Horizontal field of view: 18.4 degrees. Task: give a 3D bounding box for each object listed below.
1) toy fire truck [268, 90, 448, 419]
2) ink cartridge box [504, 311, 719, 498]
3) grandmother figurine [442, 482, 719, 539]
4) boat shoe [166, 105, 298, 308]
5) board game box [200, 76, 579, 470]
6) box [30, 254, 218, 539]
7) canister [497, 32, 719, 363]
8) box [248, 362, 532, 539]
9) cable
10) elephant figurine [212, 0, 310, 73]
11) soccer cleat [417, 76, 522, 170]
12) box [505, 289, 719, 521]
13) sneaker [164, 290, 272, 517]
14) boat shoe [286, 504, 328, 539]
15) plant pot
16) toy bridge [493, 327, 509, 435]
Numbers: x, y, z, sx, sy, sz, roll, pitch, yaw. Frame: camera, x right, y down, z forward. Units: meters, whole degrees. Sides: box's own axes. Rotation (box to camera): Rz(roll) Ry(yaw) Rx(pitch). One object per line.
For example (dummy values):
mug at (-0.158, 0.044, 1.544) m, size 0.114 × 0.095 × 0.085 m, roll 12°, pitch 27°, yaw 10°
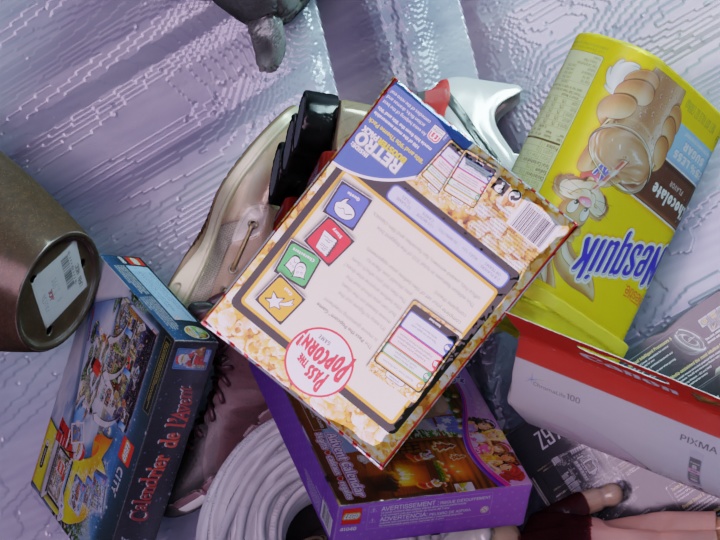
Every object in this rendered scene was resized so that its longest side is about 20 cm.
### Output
toy fire truck at (0.000, 0.000, 1.523) m, size 0.128 × 0.176 × 0.200 m, roll 10°, pitch 74°, yaw -9°
ink cartridge box at (0.172, 0.093, 1.445) m, size 0.162 × 0.200 × 0.057 m, roll 22°, pitch 87°, yaw 18°
grandmother figurine at (0.154, 0.190, 1.494) m, size 0.200 × 0.121 × 0.061 m, roll 2°, pitch 114°, yaw 10°
boat shoe at (-0.082, -0.027, 1.651) m, size 0.065 × 0.072 × 0.200 m, roll 31°, pitch 98°, yaw 5°
board game box at (0.019, 0.002, 1.418) m, size 0.151 × 0.046 × 0.200 m, roll 39°, pitch 94°, yaw 3°
box at (-0.176, 0.108, 1.634) m, size 0.137 × 0.038 × 0.200 m, roll 43°, pitch 120°, yaw 48°
canister at (0.157, -0.044, 1.514) m, size 0.086 × 0.148 × 0.200 m, roll 22°, pitch 84°, yaw 41°
box at (0.017, 0.103, 1.519) m, size 0.200 × 0.137 × 0.039 m, roll -119°, pitch 32°, yaw -49°
cable at (-0.015, 0.194, 1.556) m, size 0.200 × 0.069 × 0.200 m, roll 11°, pitch 69°, yaw 1°
elephant figurine at (-0.115, -0.263, 1.650) m, size 0.200 × 0.155 × 0.142 m, roll 16°, pitch 137°, yaw 28°
soccer cleat at (0.085, -0.044, 1.586) m, size 0.085 × 0.069 × 0.200 m, roll -3°, pitch 73°, yaw 0°
box at (0.225, 0.128, 1.555) m, size 0.200 × 0.044 × 0.160 m, roll -36°, pitch 78°, yaw 14°
sneaker at (-0.105, 0.081, 1.629) m, size 0.200 × 0.076 × 0.116 m, roll -42°, pitch 112°, yaw 4°
boat shoe at (-0.025, 0.218, 1.620) m, size 0.074 × 0.073 × 0.200 m, roll -31°, pitch 80°, yaw 15°
plant pot at (-0.297, -0.019, 1.642) m, size 0.200 × 0.187 × 0.187 m, roll 22°, pitch 95°, yaw 27°
toy bridge at (0.074, 0.124, 1.614) m, size 0.067 × 0.027 × 0.200 m, roll -4°, pitch 87°, yaw 19°
